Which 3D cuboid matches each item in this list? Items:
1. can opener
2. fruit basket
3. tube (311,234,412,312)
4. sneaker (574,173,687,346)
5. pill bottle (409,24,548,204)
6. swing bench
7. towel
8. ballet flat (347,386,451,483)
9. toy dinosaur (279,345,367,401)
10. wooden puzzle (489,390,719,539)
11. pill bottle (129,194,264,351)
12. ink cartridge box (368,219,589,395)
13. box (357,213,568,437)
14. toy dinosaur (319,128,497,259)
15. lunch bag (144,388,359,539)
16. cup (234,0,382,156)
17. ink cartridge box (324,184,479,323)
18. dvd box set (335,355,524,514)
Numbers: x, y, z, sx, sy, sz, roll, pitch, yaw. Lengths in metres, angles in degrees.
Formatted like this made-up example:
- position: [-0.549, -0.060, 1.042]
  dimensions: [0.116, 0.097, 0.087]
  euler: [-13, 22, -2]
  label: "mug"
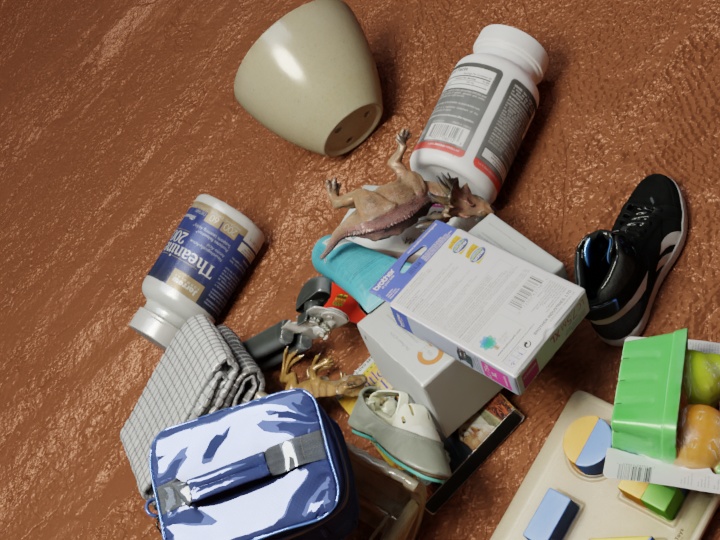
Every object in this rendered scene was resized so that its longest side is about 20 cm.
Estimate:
- position: [-0.081, 0.071, 1.410]
  dimensions: [0.199, 0.052, 0.067]
  euler: [-35, 44, 47]
  label: "can opener"
- position: [0.329, 0.135, 1.061]
  dimensions: [0.196, 0.095, 0.187]
  euler: [8, 43, 14]
  label: "fruit basket"
- position: [0.000, 0.000, 1.335]
  dimensions: [0.077, 0.051, 0.200]
  euler: [-43, 23, -9]
  label: "tube"
- position: [0.280, -0.034, 1.212]
  dimensions: [0.072, 0.112, 0.203]
  euler: [5, 64, 37]
  label: "sneaker"
- position: [0.149, -0.188, 1.415]
  dimensions: [0.115, 0.116, 0.202]
  euler: [13, 69, 41]
  label: "pill bottle"
- position: [-0.058, 0.266, 1.209]
  dimensions: [0.197, 0.130, 0.202]
  euler: [27, 76, 20]
  label: "swing bench"
- position: [-0.199, 0.171, 1.402]
  dimensions: [0.202, 0.085, 0.165]
  euler: [-60, 28, 6]
  label: "towel"
- position: [0.041, 0.161, 1.206]
  dimensions: [0.199, 0.066, 0.065]
  euler: [19, 90, 67]
  label: "ballet flat"
- position: [-0.076, 0.150, 1.367]
  dimensions: [0.199, 0.060, 0.107]
  euler: [-36, 33, 35]
  label: "toy dinosaur"
- position: [0.233, 0.223, 1.119]
  dimensions: [0.199, 0.046, 0.187]
  euler: [22, 76, 44]
  label: "wooden puzzle"
- position: [-0.223, 0.010, 1.560]
  dimensions: [0.110, 0.111, 0.202]
  euler: [20, 74, 43]
  label: "pill bottle"
- position: [0.117, 0.032, 1.175]
  dimensions: [0.199, 0.042, 0.119]
  euler: [30, 66, 35]
  label: "ink cartridge box"
- position: [0.117, 0.056, 1.251]
  dimensions: [0.199, 0.098, 0.124]
  euler: [-38, 45, -12]
  label: "box"
- position: [0.040, -0.068, 1.310]
  dimensions: [0.198, 0.086, 0.136]
  euler: [-31, 42, -5]
  label: "toy dinosaur"
- position: [-0.108, 0.200, 1.102]
  dimensions: [0.197, 0.133, 0.138]
  euler: [-19, 65, 2]
  label: "lunch bag"
- position: [-0.049, -0.240, 1.570]
  dimensions: [0.200, 0.200, 0.144]
  euler: [-41, 72, 6]
  label: "cup"
- position: [0.035, -0.018, 1.409]
  dimensions: [0.198, 0.044, 0.175]
  euler: [9, 61, 50]
  label: "ink cartridge box"
- position: [0.072, 0.151, 1.300]
  dimensions: [0.146, 0.029, 0.200]
  euler: [-45, 45, 2]
  label: "dvd box set"
